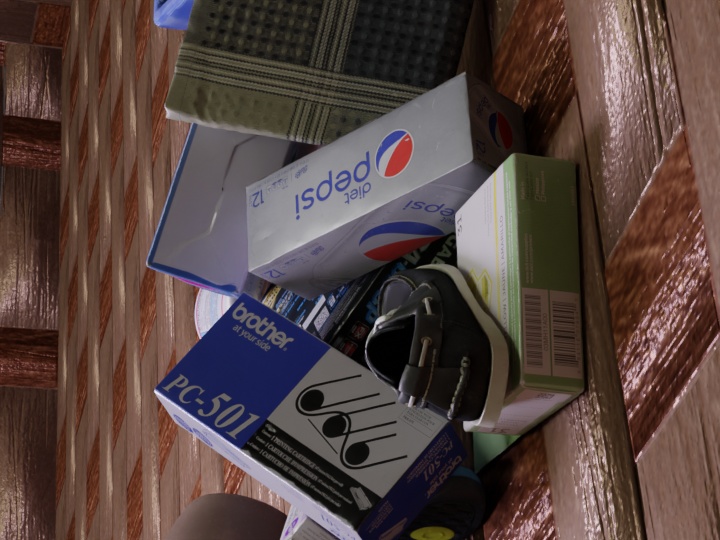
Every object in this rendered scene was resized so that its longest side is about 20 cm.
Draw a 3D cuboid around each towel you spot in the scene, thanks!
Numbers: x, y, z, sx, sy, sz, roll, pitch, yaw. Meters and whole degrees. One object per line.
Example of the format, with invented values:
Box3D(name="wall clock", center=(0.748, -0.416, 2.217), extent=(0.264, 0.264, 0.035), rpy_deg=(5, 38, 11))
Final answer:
Box3D(name="towel", center=(-0.024, -0.176, 1.439), extent=(0.035, 0.198, 0.195), rpy_deg=(67, -144, -74))

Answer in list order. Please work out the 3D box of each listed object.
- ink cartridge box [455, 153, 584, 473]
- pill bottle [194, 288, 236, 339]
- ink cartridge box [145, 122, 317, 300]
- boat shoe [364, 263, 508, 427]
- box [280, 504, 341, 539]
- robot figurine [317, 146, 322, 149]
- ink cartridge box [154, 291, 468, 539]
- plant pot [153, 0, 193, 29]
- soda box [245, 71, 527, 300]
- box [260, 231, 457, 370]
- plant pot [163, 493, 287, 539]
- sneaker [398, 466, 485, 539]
Box3D(name="ink cartridge box", center=(0.082, 0.033, 1.294), extent=(0.200, 0.047, 0.147), rpy_deg=(132, 140, -63))
Box3D(name="pill bottle", center=(-0.086, 0.036, 1.823), extent=(0.200, 0.108, 0.110), rpy_deg=(160, 115, -75))
Box3D(name="ink cartridge box", center=(-0.090, -0.050, 1.539), extent=(0.200, 0.076, 0.138), rpy_deg=(37, -108, -84))
Box3D(name="boat shoe", center=(0.034, 0.039, 1.260), extent=(0.200, 0.067, 0.073), rpy_deg=(-126, 40, -71))
Box3D(name="box", center=(-0.017, 0.144, 1.427), extent=(0.039, 0.041, 0.200), rpy_deg=(-50, 9, 23))
Box3D(name="robot figurine", center=(-0.048, -0.097, 1.711), extent=(0.170, 0.113, 0.200), rpy_deg=(-56, 15, -1))
Box3D(name="ink cartridge box", center=(-0.034, 0.099, 1.346), extent=(0.199, 0.094, 0.044), rpy_deg=(31, 161, 38))
Box3D(name="plant pot", center=(-0.064, -0.303, 1.713), extent=(0.200, 0.178, 0.202), rpy_deg=(160, 115, -75))
Box3D(name="soda box", center=(0.015, -0.052, 1.359), extent=(0.199, 0.063, 0.069), rpy_deg=(-26, 55, 34))
Box3D(name="box", center=(0.000, 0.000, 1.469), extent=(0.201, 0.046, 0.159), rpy_deg=(-55, 22, 12))
Box3D(name="plant pot", center=(-0.118, 0.291, 1.763), extent=(0.201, 0.198, 0.176), rpy_deg=(116, 174, -54))
Box3D(name="sneaker", center=(0.033, 0.153, 1.406), extent=(0.200, 0.065, 0.079), rpy_deg=(125, 151, -63))
